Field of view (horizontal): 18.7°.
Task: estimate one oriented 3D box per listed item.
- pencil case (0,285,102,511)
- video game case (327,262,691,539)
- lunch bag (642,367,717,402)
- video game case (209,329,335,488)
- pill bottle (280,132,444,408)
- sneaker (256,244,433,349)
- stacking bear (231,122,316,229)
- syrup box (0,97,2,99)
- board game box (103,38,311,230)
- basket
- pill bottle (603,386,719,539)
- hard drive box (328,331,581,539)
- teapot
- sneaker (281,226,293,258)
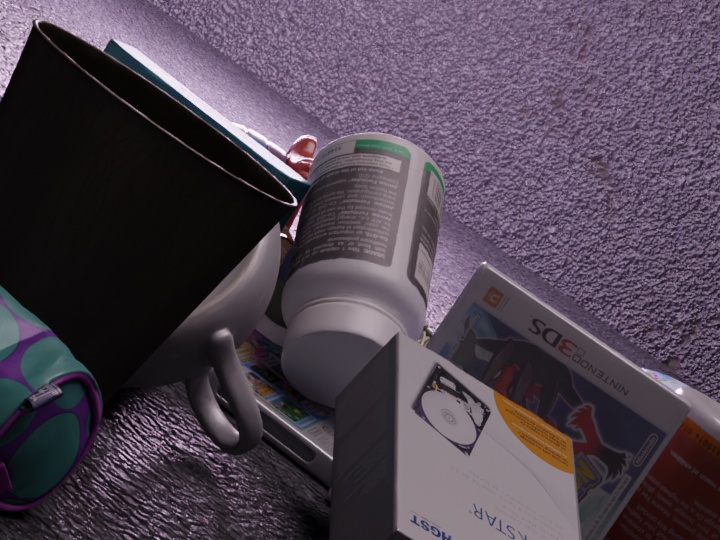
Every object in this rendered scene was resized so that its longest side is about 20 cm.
[{"bbox_3d":[-0.229,0.034,1.144,0.200,0.085,0.092,37,45,22],"label":"pencil case"},{"bbox_3d":[0.105,0.127,1.540,0.182,0.201,0.023,34,4,-7],"label":"video game case"},{"bbox_3d":[0.395,0.214,2.455,0.199,0.128,0.170,22,12,-17],"label":"lunch bag"},{"bbox_3d":[-0.047,0.107,1.672,0.182,0.024,0.200,36,9,9],"label":"video game case"},{"bbox_3d":[0.000,0.000,1.698,0.113,0.113,0.201,31,46,-22],"label":"pill bottle"},{"bbox_3d":[0.012,0.042,1.789,0.199,0.090,0.067,21,21,11],"label":"sneaker"},{"bbox_3d":[-0.155,-0.105,2.141,0.199,0.114,0.122,23,19,-9],"label":"stacking bear"},{"bbox_3d":[-0.265,-0.075,1.626,0.078,0.082,0.200,34,7,3],"label":"syrup box"},{"bbox_3d":[-0.159,-0.064,1.739,0.200,0.151,0.047,38,9,21],"label":"board game box"},{"bbox_3d":[-0.165,-0.008,1.236,0.180,0.201,0.136,36,8,3],"label":"basket"},{"bbox_3d":[0.225,0.196,1.628,0.112,0.201,0.112,34,8,-5],"label":"pill bottle"},{"bbox_3d":[0.062,0.159,1.411,0.155,0.077,0.201,32,30,-20],"label":"hard drive box"},{"bbox_3d":[-0.143,0.004,1.454,0.196,0.201,0.146,11,-32,1],"label":"teapot"},{"bbox_3d":[-0.096,0.004,1.964,0.076,0.070,0.200,53,16,7],"label":"sneaker"}]
